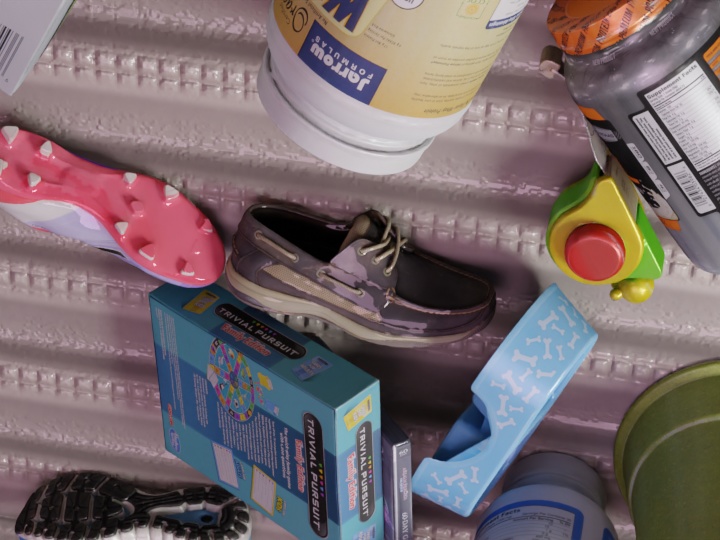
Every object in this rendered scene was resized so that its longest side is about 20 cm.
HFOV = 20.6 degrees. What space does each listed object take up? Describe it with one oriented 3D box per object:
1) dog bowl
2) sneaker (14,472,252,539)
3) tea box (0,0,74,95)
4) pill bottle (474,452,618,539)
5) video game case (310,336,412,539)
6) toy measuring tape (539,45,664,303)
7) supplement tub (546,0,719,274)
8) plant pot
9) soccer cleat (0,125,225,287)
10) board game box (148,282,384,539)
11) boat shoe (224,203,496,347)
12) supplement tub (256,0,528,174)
[{"bbox_3d":[0.104,0.099,1.421,0.049,0.111,0.201,37,127,9],"label":"dog bowl"},{"bbox_3d":[-0.187,0.226,1.611,0.198,0.079,0.090,6,129,10],"label":"sneaker"},{"bbox_3d":[-0.243,-0.248,1.215,0.199,0.197,0.134,32,125,-8],"label":"tea box"},{"bbox_3d":[0.134,0.230,1.458,0.111,0.201,0.113,7,125,9],"label":"pill bottle"},{"bbox_3d":[-0.001,0.168,1.498,0.019,0.143,0.201,-18,128,-23],"label":"video game case"},{"bbox_3d":[0.144,-0.056,1.338,0.073,0.074,0.201,-18,119,24],"label":"toy measuring tape"},{"bbox_3d":[0.211,-0.106,1.252,0.122,0.123,0.200,-27,114,28],"label":"supplement tub"},{"bbox_3d":[0.270,0.200,1.410,0.198,0.190,0.201,7,126,10],"label":"plant pot"},{"bbox_3d":[-0.192,-0.043,1.441,0.199,0.067,0.076,25,158,-11],"label":"soccer cleat"},{"bbox_3d":[-0.069,0.108,1.456,0.199,0.047,0.152,29,135,35],"label":"board game box"},{"bbox_3d":[0.000,0.000,1.408,0.198,0.075,0.074,10,127,5],"label":"boat shoe"},{"bbox_3d":[0.026,-0.173,1.235,0.144,0.145,0.201,26,126,-5],"label":"supplement tub"}]
